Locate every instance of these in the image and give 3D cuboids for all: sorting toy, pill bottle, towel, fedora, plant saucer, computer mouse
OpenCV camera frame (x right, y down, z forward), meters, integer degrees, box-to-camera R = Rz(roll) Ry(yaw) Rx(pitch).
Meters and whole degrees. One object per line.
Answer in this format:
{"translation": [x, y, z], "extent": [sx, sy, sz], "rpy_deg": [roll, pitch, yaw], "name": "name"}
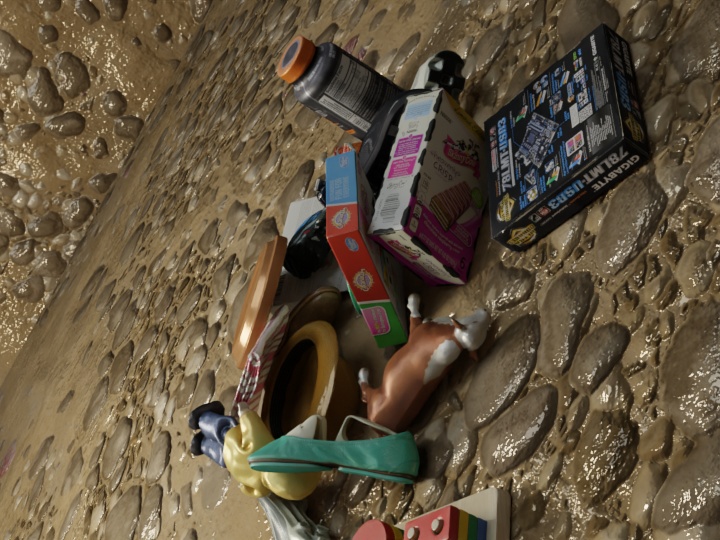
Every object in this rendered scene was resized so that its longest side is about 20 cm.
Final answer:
{"translation": [0.050, 0.322, 0.975], "extent": [0.199, 0.069, 0.201], "rpy_deg": [-35, 37, 44], "name": "sorting toy"}
{"translation": [-0.031, -0.285, 1.573], "extent": [0.106, 0.199, 0.107], "rpy_deg": [-43, 31, 34], "name": "pill bottle"}
{"translation": [-0.143, 0.159, 1.378], "extent": [0.146, 0.030, 0.201], "rpy_deg": [-66, -3, -63], "name": "towel"}
{"translation": [-0.058, 0.168, 1.313], "extent": [0.200, 0.082, 0.202], "rpy_deg": [-39, 40, 42], "name": "fedora"}
{"translation": [-0.148, 0.044, 1.448], "extent": [0.200, 0.032, 0.201], "rpy_deg": [-162, 90, -81], "name": "plant saucer"}
{"translation": [0.035, -0.157, 1.311], "extent": [0.201, 0.138, 0.053], "rpy_deg": [-57, 36, 21], "name": "computer mouse"}

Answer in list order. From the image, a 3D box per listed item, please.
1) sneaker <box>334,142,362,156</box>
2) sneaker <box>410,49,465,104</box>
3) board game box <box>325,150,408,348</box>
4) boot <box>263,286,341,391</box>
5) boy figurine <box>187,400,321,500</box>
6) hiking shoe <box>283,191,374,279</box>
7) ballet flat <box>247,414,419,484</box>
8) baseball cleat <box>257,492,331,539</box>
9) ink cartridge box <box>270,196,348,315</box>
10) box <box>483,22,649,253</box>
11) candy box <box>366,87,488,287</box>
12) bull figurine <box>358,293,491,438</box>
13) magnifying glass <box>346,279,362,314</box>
{"translation": [-0.001, -0.161, 1.565], "extent": [0.200, 0.077, 0.073], "rpy_deg": [-160, 69, -78], "name": "sneaker"}
{"translation": [0.091, -0.200, 1.400], "extent": [0.088, 0.074, 0.201], "rpy_deg": [3, 77, 67], "name": "sneaker"}
{"translation": [0.009, -0.025, 1.259], "extent": [0.040, 0.201, 0.154], "rpy_deg": [-15, 41, 11], "name": "board game box"}
{"translation": [-0.078, 0.111, 1.439], "extent": [0.200, 0.073, 0.076], "rpy_deg": [-57, 40, 25], "name": "boot"}
{"translation": [-0.132, 0.222, 1.238], "extent": [0.199, 0.064, 0.125], "rpy_deg": [16, 117, 39], "name": "boy figurine"}
{"translation": [-0.039, -0.073, 1.465], "extent": [0.200, 0.074, 0.087], "rpy_deg": [-34, 27, 28], "name": "hiking shoe"}
{"translation": [-0.029, 0.199, 1.143], "extent": [0.199, 0.067, 0.071], "rpy_deg": [2, 72, 14], "name": "ballet flat"}
{"translation": [-0.095, 0.331, 1.238], "extent": [0.107, 0.069, 0.200], "rpy_deg": [-68, 22, 2], "name": "baseball cleat"}
{"translation": [-0.051, -0.032, 1.545], "extent": [0.173, 0.044, 0.201], "rpy_deg": [-10, 53, 32], "name": "ink cartridge box"}
{"translation": [0.225, -0.150, 1.140], "extent": [0.198, 0.050, 0.201], "rpy_deg": [-41, 33, 38], "name": "box"}
{"translation": [0.093, -0.099, 1.226], "extent": [0.061, 0.136, 0.201], "rpy_deg": [-7, 58, 41], "name": "candy box"}
{"translation": [0.068, 0.103, 1.164], "extent": [0.200, 0.065, 0.122], "rpy_deg": [-53, 25, 17], "name": "bull figurine"}
{"translation": [0.000, 0.000, 1.365], "extent": [0.022, 0.080, 0.200], "rpy_deg": [-15, 16, 9], "name": "magnifying glass"}
